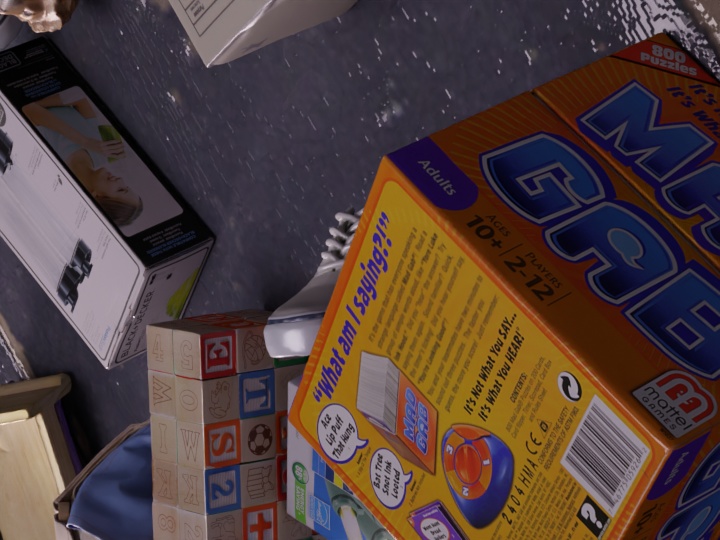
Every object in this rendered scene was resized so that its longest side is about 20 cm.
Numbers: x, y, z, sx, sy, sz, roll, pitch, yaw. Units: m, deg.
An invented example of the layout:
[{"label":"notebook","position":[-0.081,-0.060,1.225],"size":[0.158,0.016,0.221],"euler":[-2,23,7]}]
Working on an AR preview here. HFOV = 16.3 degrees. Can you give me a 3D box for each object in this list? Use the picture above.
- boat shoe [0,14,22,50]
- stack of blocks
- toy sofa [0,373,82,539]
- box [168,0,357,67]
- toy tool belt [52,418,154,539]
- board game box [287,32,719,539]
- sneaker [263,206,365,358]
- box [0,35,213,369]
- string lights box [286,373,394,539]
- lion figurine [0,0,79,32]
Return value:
[{"label":"boat shoe","position":[-0.310,-0.216,1.715],"size":[0.200,0.071,0.091],"euler":[36,158,40]},{"label":"stack of blocks","position":[-0.071,0.128,1.609],"size":[0.059,0.115,0.200],"euler":[7,102,49]},{"label":"toy sofa","position":[-0.228,0.179,1.882],"size":[0.083,0.098,0.200],"euler":[-11,103,28]},{"label":"box","position":[-0.066,-0.237,1.392],"size":[0.200,0.109,0.128],"euler":[60,144,5]},{"label":"toy tool belt","position":[-0.148,0.170,1.669],"size":[0.125,0.200,0.123],"euler":[30,135,9]},{"label":"board game box","position":[0.119,0.043,1.250],"size":[0.200,0.200,0.200],"euler":[46,141,23]},{"label":"sneaker","position":[0.000,0.000,1.386],"size":[0.073,0.200,0.071],"euler":[-7,99,25]},{"label":"box","position":[-0.193,-0.046,1.707],"size":[0.200,0.060,0.117],"euler":[49,141,21]},{"label":"string lights box","position":[0.043,0.138,1.522],"size":[0.200,0.059,0.103],"euler":[28,130,39]},{"label":"lion figurine","position":[-0.248,-0.243,1.663],"size":[0.200,0.072,0.123],"euler":[44,154,47]}]
